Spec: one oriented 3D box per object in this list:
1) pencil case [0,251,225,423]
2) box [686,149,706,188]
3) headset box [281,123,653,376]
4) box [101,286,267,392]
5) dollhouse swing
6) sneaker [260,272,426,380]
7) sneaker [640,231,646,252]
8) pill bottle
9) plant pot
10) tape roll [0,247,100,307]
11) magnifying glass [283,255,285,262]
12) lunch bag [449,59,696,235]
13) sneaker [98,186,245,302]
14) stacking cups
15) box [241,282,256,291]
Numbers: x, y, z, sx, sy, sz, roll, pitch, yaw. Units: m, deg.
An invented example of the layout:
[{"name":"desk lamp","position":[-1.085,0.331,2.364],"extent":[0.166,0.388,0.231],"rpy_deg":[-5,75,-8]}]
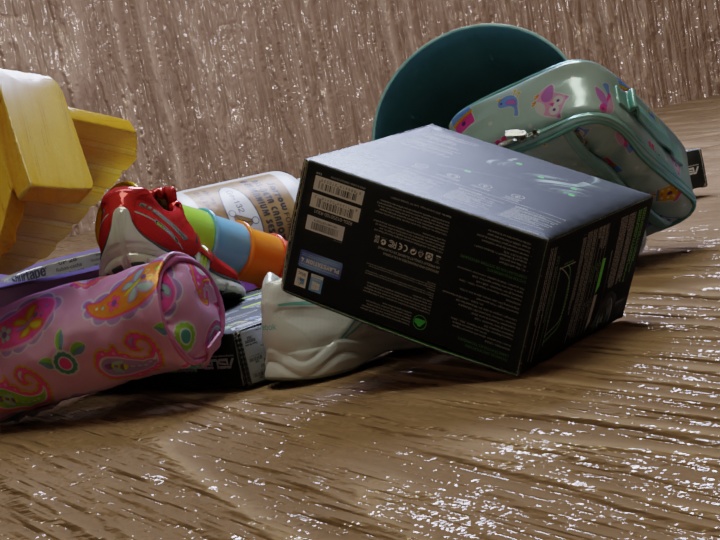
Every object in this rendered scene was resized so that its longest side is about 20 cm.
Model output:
[{"name":"pencil case","position":[-0.192,0.050,1.450],"extent":[0.200,0.087,0.087],"rpy_deg":[-17,2,27]},{"name":"box","position":[0.230,-0.088,2.216],"extent":[0.200,0.048,0.193],"rpy_deg":[-13,8,-25]},{"name":"headset box","position":[0.075,-0.021,1.372],"extent":[0.174,0.093,0.200],"rpy_deg":[19,19,23]},{"name":"box","position":[-0.077,0.046,1.564],"extent":[0.200,0.048,0.193],"rpy_deg":[-17,6,-43]},{"name":"dollhouse swing","position":[-0.251,-0.021,1.552],"extent":[0.176,0.182,0.200],"rpy_deg":[24,-60,-41]},{"name":"sneaker","position":[0.017,0.020,1.463],"extent":[0.200,0.080,0.070],"rpy_deg":[-13,4,-35]},{"name":"sneaker","position":[0.129,-0.019,1.683],"extent":[0.200,0.073,0.071],"rpy_deg":[-5,-11,-15]},{"name":"pill bottle","position":[-0.102,-0.037,2.076],"extent":[0.200,0.114,0.114],"rpy_deg":[-14,7,-31]},{"name":"plant pot","position":[0.129,-0.106,1.943],"extent":[0.200,0.201,0.161],"rpy_deg":[-9,-19,16]},{"name":"tape roll","position":[-0.223,0.033,1.740],"extent":[0.200,0.085,0.200],"rpy_deg":[-13,6,1]},{"name":"magnifying glass","position":[0.000,0.000,1.707],"extent":[0.080,0.022,0.200],"rpy_deg":[14,1,30]},{"name":"lunch bag","position":[0.177,-0.087,1.720],"extent":[0.160,0.077,0.200],"rpy_deg":[-20,-33,29]},{"name":"sneaker","position":[-0.138,-0.018,1.551],"extent":[0.077,0.085,0.200],"rpy_deg":[-11,-13,10]},{"name":"stacking cups","position":[-0.115,-0.017,1.671],"extent":[0.200,0.061,0.060],"rpy_deg":[18,-16,-41]},{"name":"box","position":[-0.036,0.001,1.896],"extent":[0.137,0.039,0.200],"rpy_deg":[-14,6,-36]}]
